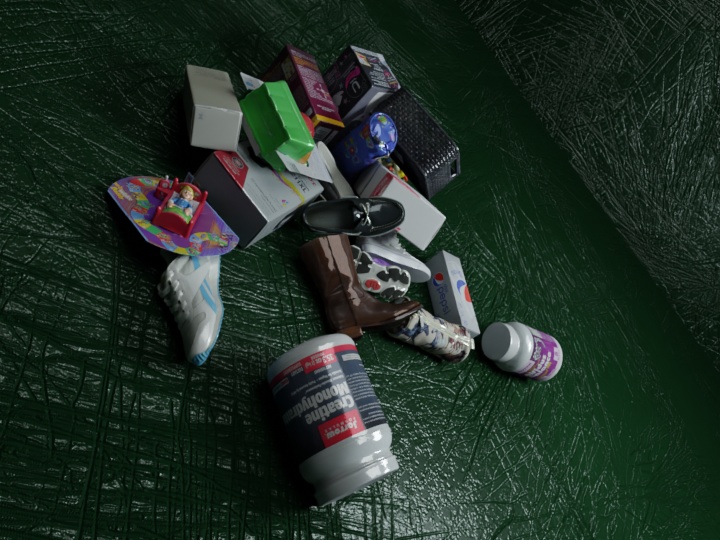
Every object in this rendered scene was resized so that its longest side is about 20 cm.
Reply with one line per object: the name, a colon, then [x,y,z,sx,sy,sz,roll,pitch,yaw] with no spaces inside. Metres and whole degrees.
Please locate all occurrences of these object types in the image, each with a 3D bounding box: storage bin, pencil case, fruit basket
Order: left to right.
fruit basket: [-0.129,-0.241,1.079,0.189,0.092,0.200,64,13,6]
pencil case: [-0.002,-0.244,1.270,0.077,0.199,0.089,-18,83,-39]
storage bin: [0.116,-0.269,1.307,0.201,0.093,0.135,52,-2,19]
pencil case: [0.136,0.119,1.204,0.197,0.088,0.080,27,71,-35]

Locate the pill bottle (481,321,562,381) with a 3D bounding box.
pill bottle: [0.369,0.183,1.409,0.197,0.112,0.115,20,45,-38]

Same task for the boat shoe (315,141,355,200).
boat shoe: [-0.060,-0.161,1.238,0.202,0.059,0.075,58,26,-31]

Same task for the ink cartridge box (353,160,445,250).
ink cartridge box: [0.075,-0.141,1.257,0.144,0.086,0.200,34,10,-20]

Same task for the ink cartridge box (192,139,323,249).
ink cartridge box: [-0.174,-0.149,1.074,0.147,0.082,0.200,50,34,-2]

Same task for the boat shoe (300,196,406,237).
boat shoe: [-0.012,-0.097,1.119,0.060,0.194,0.078,4,78,-88]

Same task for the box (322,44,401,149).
box: [-0.023,-0.370,1.351,0.131,0.199,0.117,-9,66,-52]

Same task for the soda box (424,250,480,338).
soda box: [0.198,0.060,1.353,0.063,0.068,0.204,22,43,-36]

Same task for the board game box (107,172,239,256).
board game box: [-0.265,-0.097,0.891,0.200,0.039,0.156,44,29,27]

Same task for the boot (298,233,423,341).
boot: [0.000,0.011,1.092,0.182,0.064,0.204,-16,75,-22]

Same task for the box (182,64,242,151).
box: [-0.253,-0.277,1.034,0.080,0.070,0.202,5,33,-21]

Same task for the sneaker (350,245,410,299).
sneaker: [0.000,0.000,1.180,0.196,0.082,0.083,24,6,-25]

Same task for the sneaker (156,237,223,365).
sneaker: [-0.237,0.040,0.844,0.079,0.077,0.203,16,41,-33]

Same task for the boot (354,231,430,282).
boot: [0.072,-0.048,1.277,0.197,0.073,0.098,24,59,-36]

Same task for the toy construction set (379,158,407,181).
toy construction set: [0.060,-0.230,1.424,0.132,0.090,0.203,58,33,-38]

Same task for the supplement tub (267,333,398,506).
supplement tub: [-0.039,0.207,0.865,0.139,0.140,0.204,0,59,-50]

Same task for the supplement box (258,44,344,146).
supplement box: [-0.126,-0.353,1.291,0.085,0.110,0.204,3,57,-49]
